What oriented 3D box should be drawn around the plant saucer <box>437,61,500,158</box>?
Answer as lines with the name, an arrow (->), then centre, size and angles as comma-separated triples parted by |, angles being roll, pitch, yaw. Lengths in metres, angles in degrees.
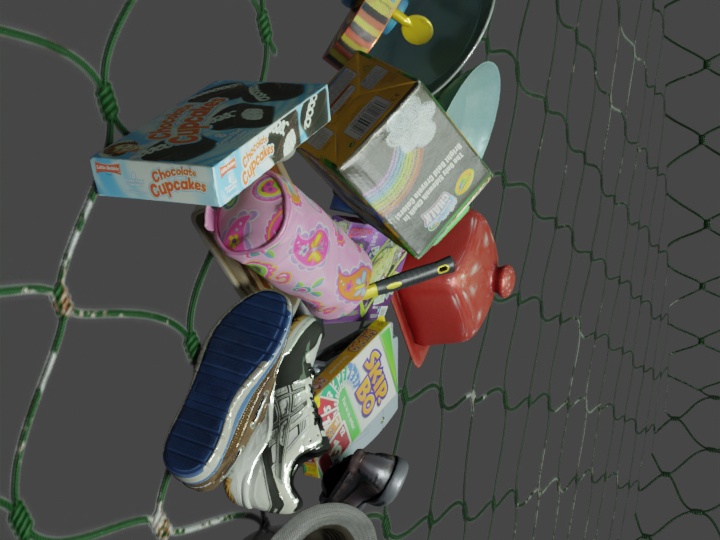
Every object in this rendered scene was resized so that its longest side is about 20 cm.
plant saucer -> 0.111, -0.165, 1.399 | 0.201, 0.038, 0.202 | -52, 155, -36

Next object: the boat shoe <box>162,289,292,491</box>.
boat shoe -> -0.120, 0.112, 1.071 | 0.201, 0.072, 0.073 | -61, 155, -22

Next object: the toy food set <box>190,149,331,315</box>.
toy food set -> -0.085, -0.057, 1.108 | 0.200, 0.060, 0.144 | 64, 39, -50

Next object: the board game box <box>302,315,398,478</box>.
board game box -> -0.009, 0.136, 1.277 | 0.200, 0.030, 0.096 | -44, 134, -51

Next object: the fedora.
fedora -> -0.074, 0.325, 1.185 | 0.199, 0.090, 0.179 | -16, 108, -53

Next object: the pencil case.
pencil case -> -0.061, -0.021, 1.043 | 0.200, 0.087, 0.088 | 37, 62, -59

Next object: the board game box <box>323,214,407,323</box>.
board game box -> 0.000, 0.000, 1.319 | 0.121, 0.032, 0.200 | -66, 158, 9

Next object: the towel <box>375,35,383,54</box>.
towel -> 0.031, -0.243, 1.384 | 0.086, 0.018, 0.202 | 29, 69, -61

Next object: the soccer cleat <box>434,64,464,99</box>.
soccer cleat -> 0.085, -0.220, 1.409 | 0.078, 0.069, 0.201 | -62, 163, -56

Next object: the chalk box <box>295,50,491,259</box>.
chalk box -> 0.041, -0.108, 1.192 | 0.125, 0.124, 0.200 | -47, 130, -4

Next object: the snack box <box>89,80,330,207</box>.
snack box -> -0.119, -0.111, 0.950 | 0.200, 0.115, 0.037 | -48, 138, -54

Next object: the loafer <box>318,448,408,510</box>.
loafer -> -0.011, 0.224, 1.243 | 0.072, 0.063, 0.200 | -65, -169, -24

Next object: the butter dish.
butter dish -> 0.132, 0.007, 1.509 | 0.200, 0.147, 0.201 | 68, 36, -45

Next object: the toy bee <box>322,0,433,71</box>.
toy bee -> 0.024, -0.313, 1.234 | 0.130, 0.109, 0.202 | 13, 70, -22

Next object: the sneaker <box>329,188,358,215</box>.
sneaker -> 0.030, -0.099, 1.347 | 0.200, 0.070, 0.079 | 2, 101, -65

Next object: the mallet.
mallet -> 0.011, 0.032, 1.224 | 0.041, 0.198, 0.066 | -140, -138, -65

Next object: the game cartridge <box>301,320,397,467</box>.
game cartridge -> -0.016, 0.148, 1.327 | 0.200, 0.041, 0.134 | -25, 122, -57

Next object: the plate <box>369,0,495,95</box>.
plate -> 0.081, -0.266, 1.274 | 0.025, 0.199, 0.202 | 27, 68, -36

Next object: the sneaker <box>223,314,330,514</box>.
sneaker -> -0.064, 0.147, 1.144 | 0.076, 0.087, 0.201 | 67, 40, -75
